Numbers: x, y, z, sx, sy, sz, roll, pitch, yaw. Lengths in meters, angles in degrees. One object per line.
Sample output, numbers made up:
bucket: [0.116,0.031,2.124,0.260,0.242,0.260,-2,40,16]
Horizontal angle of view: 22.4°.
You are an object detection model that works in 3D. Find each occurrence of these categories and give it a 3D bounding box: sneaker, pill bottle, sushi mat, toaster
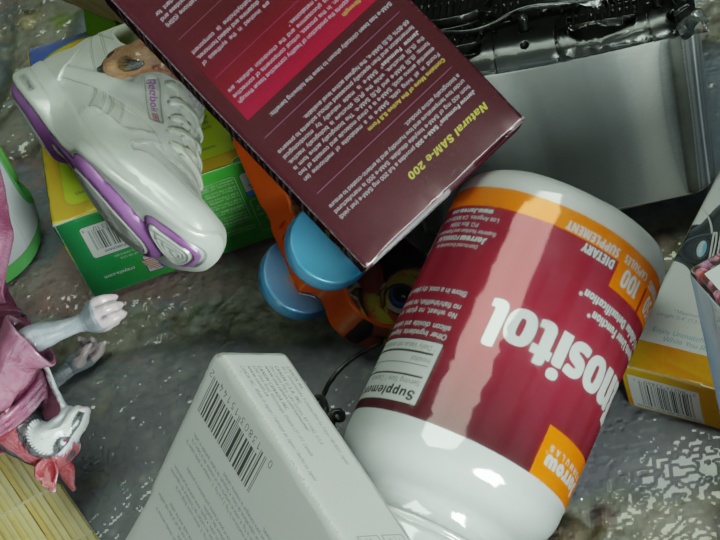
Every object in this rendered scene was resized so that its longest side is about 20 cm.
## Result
sneaker: [-0.119,-0.078,1.007,0.100,0.075,0.200,-35,50,-10]
pill bottle: [0.062,0.061,0.881,0.113,0.113,0.200,16,71,30]
sushi mat: [-0.202,0.143,0.982,0.096,0.012,0.200,-34,48,-12]
toaster: [0.105,-0.118,1.016,0.181,0.119,0.200,-10,32,12]

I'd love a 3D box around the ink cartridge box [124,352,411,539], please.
ink cartridge box: [-0.042,0.167,0.834,0.045,0.176,0.200,3,37,-39]

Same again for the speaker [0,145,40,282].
speaker: [-0.260,-0.076,1.069,0.088,0.200,0.088,-10,47,11]

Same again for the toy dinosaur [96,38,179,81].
toy dinosaur: [-0.042,-0.165,0.973,0.086,0.200,0.136,40,27,7]

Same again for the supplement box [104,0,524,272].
supplement box: [-0.028,-0.107,0.897,0.109,0.061,0.200,-43,89,-3]

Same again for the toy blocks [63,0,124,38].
toy blocks: [-0.113,-0.209,1.118,0.200,0.100,0.137,24,50,23]

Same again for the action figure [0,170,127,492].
action figure: [-0.209,0.036,0.983,0.149,0.134,0.200,-18,66,-17]

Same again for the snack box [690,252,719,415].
snack box: [0.228,0.044,0.789,0.142,0.200,0.053,-28,46,-6]

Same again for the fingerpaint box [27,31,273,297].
fingerpaint box: [-0.092,-0.092,1.112,0.200,0.073,0.167,-19,47,1]

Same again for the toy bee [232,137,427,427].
toy bee: [0.000,0.000,0.991,0.109,0.200,0.131,-7,4,-24]

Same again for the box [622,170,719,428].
box: [0.229,-0.001,0.942,0.119,0.041,0.200,14,53,29]
